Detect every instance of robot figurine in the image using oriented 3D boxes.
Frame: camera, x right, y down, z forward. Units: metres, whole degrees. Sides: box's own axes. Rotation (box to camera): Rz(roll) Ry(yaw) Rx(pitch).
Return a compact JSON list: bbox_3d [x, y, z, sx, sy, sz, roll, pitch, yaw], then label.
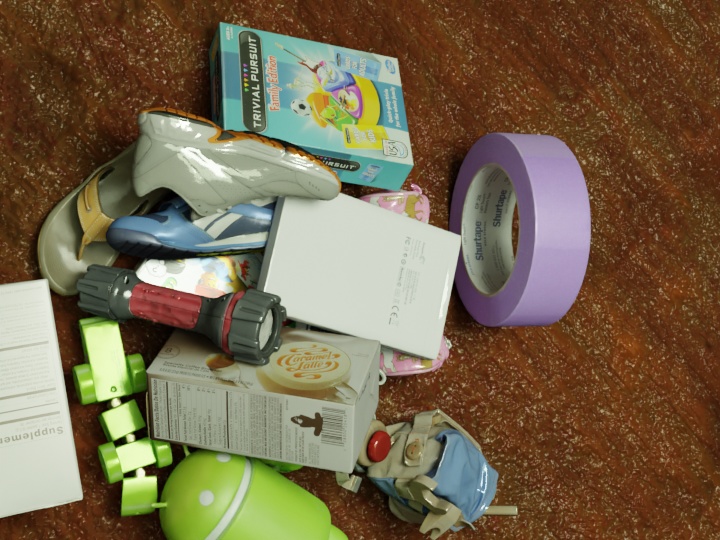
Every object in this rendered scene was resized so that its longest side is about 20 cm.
[{"bbox_3d":[-0.110,0.248,1.170,0.200,0.116,0.176,37,45,-18],"label":"robot figurine"}]

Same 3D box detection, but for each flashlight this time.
[{"bbox_3d":[-0.171,0.036,1.119,0.199,0.068,0.068,12,37,17],"label":"flashlight"}]

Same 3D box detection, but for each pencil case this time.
[{"bbox_3d":[0.040,0.011,1.267,0.086,0.083,0.202,-7,88,-34],"label":"pencil case"}]

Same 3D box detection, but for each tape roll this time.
[{"bbox_3d":[0.162,-0.042,1.254,0.065,0.200,0.202,0,86,-20],"label":"tape roll"}]

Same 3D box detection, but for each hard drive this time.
[{"bbox_3d":[0.000,0.000,1.188,0.199,0.025,0.133,18,77,-24],"label":"hard drive"}]

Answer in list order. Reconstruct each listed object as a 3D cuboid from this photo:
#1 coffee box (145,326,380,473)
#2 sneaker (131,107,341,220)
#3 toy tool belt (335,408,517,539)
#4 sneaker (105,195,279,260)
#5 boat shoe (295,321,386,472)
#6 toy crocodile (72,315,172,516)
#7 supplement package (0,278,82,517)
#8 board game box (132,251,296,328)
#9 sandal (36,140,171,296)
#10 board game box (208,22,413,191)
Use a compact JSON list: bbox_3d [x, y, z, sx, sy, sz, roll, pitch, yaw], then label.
[{"bbox_3d":[-0.090,0.113,1.135,0.198,0.115,0.080,8,119,11],"label":"coffee box"},{"bbox_3d":[-0.118,-0.085,1.115,0.199,0.076,0.093,15,101,-12],"label":"sneaker"},{"bbox_3d":[0.076,0.204,1.205,0.200,0.122,0.126,39,69,-50],"label":"toy tool belt"},{"bbox_3d":[-0.154,-0.055,1.168,0.199,0.074,0.083,-6,88,-30],"label":"sneaker"},{"bbox_3d":[-0.017,0.110,1.218,0.073,0.068,0.201,-10,103,-35],"label":"boat shoe"},{"bbox_3d":[-0.235,0.142,1.169,0.067,0.062,0.201,-16,87,-22],"label":"toy crocodile"},{"bbox_3d":[-0.334,0.118,1.094,0.119,0.121,0.202,-9,89,-21],"label":"supplement package"},{"bbox_3d":[-0.124,0.023,1.228,0.200,0.035,0.127,40,74,-14],"label":"board game box"},{"bbox_3d":[-0.243,-0.064,1.179,0.080,0.054,0.200,45,73,-12],"label":"sandal"},{"bbox_3d":[-0.052,-0.168,1.227,0.199,0.047,0.152,8,52,-20],"label":"board game box"}]
